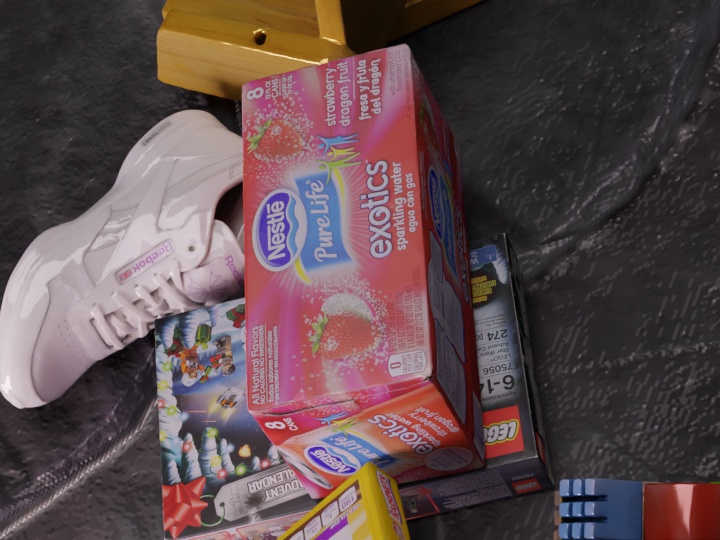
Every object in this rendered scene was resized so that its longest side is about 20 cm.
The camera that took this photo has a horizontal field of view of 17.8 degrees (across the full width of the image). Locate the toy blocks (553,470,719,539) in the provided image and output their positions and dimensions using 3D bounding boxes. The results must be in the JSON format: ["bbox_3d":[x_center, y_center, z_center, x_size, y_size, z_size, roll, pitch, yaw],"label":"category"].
[{"bbox_3d":[0.132,0.120,0.991,0.200,0.137,0.100,-11,75,58],"label":"toy blocks"}]

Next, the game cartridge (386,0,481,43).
[{"bbox_3d":[-0.002,-0.220,1.381,0.176,0.032,0.200,-24,53,5],"label":"game cartridge"}]

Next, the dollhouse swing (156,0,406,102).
[{"bbox_3d":[-0.036,-0.216,1.271,0.182,0.176,0.200,15,68,26],"label":"dollhouse swing"}]

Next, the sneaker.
[{"bbox_3d":[-0.121,-0.001,1.260,0.100,0.075,0.200,29,73,34],"label":"sneaker"}]

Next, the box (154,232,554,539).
[{"bbox_3d":[-0.007,0.068,1.196,0.200,0.040,0.137,-14,56,11],"label":"box"}]

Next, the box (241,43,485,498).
[{"bbox_3d":[0.000,0.000,1.150,0.095,0.100,0.200,-12,56,13],"label":"box"}]

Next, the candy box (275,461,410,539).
[{"bbox_3d":[-0.054,0.185,1.092,0.200,0.026,0.102,-42,29,14],"label":"candy box"}]
